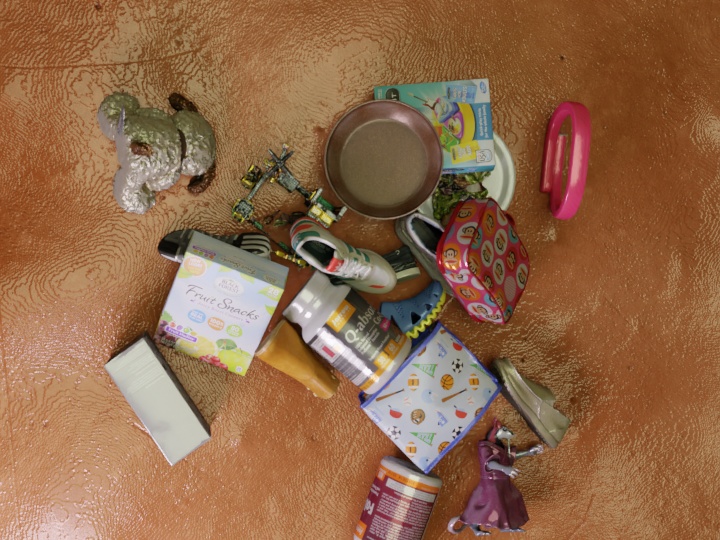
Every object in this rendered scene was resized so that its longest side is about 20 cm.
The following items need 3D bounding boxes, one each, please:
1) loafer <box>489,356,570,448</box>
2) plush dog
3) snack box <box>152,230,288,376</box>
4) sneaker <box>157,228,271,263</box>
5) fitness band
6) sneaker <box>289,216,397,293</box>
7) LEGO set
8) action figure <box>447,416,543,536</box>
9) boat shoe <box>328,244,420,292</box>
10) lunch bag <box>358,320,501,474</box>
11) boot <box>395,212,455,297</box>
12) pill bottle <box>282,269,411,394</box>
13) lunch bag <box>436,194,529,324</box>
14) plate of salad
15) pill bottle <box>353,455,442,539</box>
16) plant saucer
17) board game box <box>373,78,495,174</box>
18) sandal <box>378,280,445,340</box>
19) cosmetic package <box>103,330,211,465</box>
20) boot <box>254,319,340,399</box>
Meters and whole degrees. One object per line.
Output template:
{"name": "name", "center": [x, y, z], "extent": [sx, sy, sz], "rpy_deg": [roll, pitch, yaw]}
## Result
{"name": "loafer", "center": [0.301, 0.223, 1.818], "extent": [0.068, 0.076, 0.201], "rpy_deg": [-40, 107, -8]}
{"name": "plush dog", "center": [-0.314, -0.205, 1.673], "extent": [0.170, 0.160, 0.203], "rpy_deg": [-16, 96, -36]}
{"name": "snack box", "center": [-0.229, 0.056, 1.669], "extent": [0.167, 0.068, 0.201], "rpy_deg": [21, 123, -9]}
{"name": "sneaker", "center": [-0.238, -0.003, 1.716], "extent": [0.197, 0.076, 0.116], "rpy_deg": [4, 133, 16]}
{"name": "fitness band", "center": [0.356, -0.190, 1.780], "extent": [0.037, 0.144, 0.203], "rpy_deg": [5, 91, -11]}
{"name": "sneaker", "center": [-0.029, -0.009, 1.655], "extent": [0.198, 0.094, 0.071], "rpy_deg": [31, 108, -14]}
{"name": "LEGO set", "center": [-0.117, -0.098, 1.710], "extent": [0.200, 0.116, 0.154], "rpy_deg": [45, 84, -8]}
{"name": "action figure", "center": [0.237, 0.360, 1.812], "extent": [0.147, 0.133, 0.203], "rpy_deg": [-10, 78, 32]}
{"name": "boat shoe", "center": [0.000, -0.001, 1.758], "extent": [0.197, 0.075, 0.067], "rpy_deg": [-14, 80, 1]}
{"name": "lunch bag", "center": [0.120, 0.210, 1.759], "extent": [0.170, 0.124, 0.200], "rpy_deg": [44, 91, -7]}
{"name": "boot", "center": [0.141, -0.022, 1.769], "extent": [0.200, 0.096, 0.074], "rpy_deg": [42, 84, -8]}
{"name": "pill bottle", "center": [-0.023, 0.098, 1.676], "extent": [0.199, 0.116, 0.117], "rpy_deg": [40, 85, -4]}
{"name": "lunch bag", "center": [0.216, -0.027, 1.739], "extent": [0.201, 0.081, 0.177], "rpy_deg": [53, 52, -39]}
{"name": "plate of salad", "center": [0.180, -0.164, 1.798], "extent": [0.197, 0.048, 0.203], "rpy_deg": [0, 91, -9]}
{"name": "pill bottle", "center": [0.056, 0.431, 1.755], "extent": [0.113, 0.114, 0.202], "rpy_deg": [21, 87, -10]}
{"name": "plant saucer", "center": [0.039, -0.182, 1.708], "extent": [0.197, 0.037, 0.204], "rpy_deg": [0, 83, 1]}
{"name": "board game box", "center": [0.125, -0.242, 1.757], "extent": [0.197, 0.047, 0.153], "rpy_deg": [-4, 82, 0]}
{"name": "sandal", "center": [0.064, 0.085, 1.770], "extent": [0.200, 0.079, 0.087], "rpy_deg": [-43, 94, -8]}
{"name": "cosmetic package", "center": [-0.330, 0.209, 1.686], "extent": [0.090, 0.107, 0.201], "rpy_deg": [-36, 99, -7]}
{"name": "boot", "center": [-0.096, 0.152, 1.677], "extent": [0.144, 0.201, 0.071], "rpy_deg": [44, 92, 2]}
